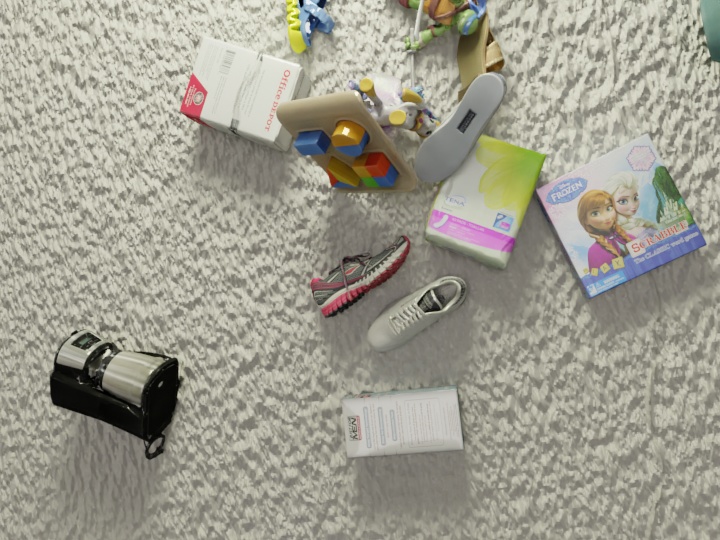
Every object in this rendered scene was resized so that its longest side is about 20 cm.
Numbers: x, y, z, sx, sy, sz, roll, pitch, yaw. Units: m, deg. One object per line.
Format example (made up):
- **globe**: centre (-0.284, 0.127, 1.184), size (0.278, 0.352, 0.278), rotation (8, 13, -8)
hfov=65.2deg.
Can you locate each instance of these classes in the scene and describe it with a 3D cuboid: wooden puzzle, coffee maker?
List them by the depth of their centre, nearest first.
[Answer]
- **wooden puzzle**: centre (-0.027, -0.189, 0.908), size (0.183, 0.200, 0.047), rotation (7, 60, 41)
- **coffee maker**: centre (-0.449, 0.225, 1.022), size (0.197, 0.135, 0.195), rotation (16, 91, 12)

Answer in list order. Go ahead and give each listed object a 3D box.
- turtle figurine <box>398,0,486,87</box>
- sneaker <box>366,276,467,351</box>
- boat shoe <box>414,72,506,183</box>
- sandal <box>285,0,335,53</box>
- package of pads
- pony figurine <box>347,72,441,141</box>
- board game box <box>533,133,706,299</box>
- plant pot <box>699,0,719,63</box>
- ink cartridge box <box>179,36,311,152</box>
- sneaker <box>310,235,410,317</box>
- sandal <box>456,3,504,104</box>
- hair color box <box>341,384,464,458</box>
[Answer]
- **turtle figurine**: centre (0.090, -0.442, 0.949), size (0.200, 0.144, 0.195), rotation (-44, 71, 13)
- **sneaker**: centre (0.090, 0.071, 0.956), size (0.199, 0.080, 0.077), rotation (-36, 83, 8)
- **boat shoe**: centre (0.164, -0.222, 0.898), size (0.074, 0.065, 0.200), rotation (46, 122, 4)
- **sandal**: centre (-0.095, -0.504, 1.029), size (0.086, 0.079, 0.203), rotation (-7, 94, 7)
- **package of pads**: centre (0.204, -0.121, 0.950), size (0.153, 0.068, 0.203), rotation (21, 88, 11)
- **pony figurine**: centre (0.041, -0.258, 0.945), size (0.191, 0.199, 0.169), rotation (14, 96, 26)
- **board game box**: centre (0.418, -0.086, 0.921), size (0.198, 0.041, 0.202), rotation (-27, 82, 8)
- **plant pot**: centre (0.594, -0.387, 0.845), size (0.133, 0.199, 0.203), rotation (-12, 84, 37)
- **ink cartridge box**: centre (-0.207, -0.319, 1.031), size (0.197, 0.083, 0.147), rotation (20, 90, 11)
- **sneaker**: centre (0.000, 0.000, 0.977), size (0.199, 0.081, 0.075), rotation (-35, 80, 7)
- **sandal**: centre (0.213, -0.350, 0.968), size (0.069, 0.077, 0.215), rotation (17, 68, -26)
- **hair color box**: centre (0.072, 0.257, 0.959), size (0.197, 0.061, 0.101), rotation (-7, 85, 10)
